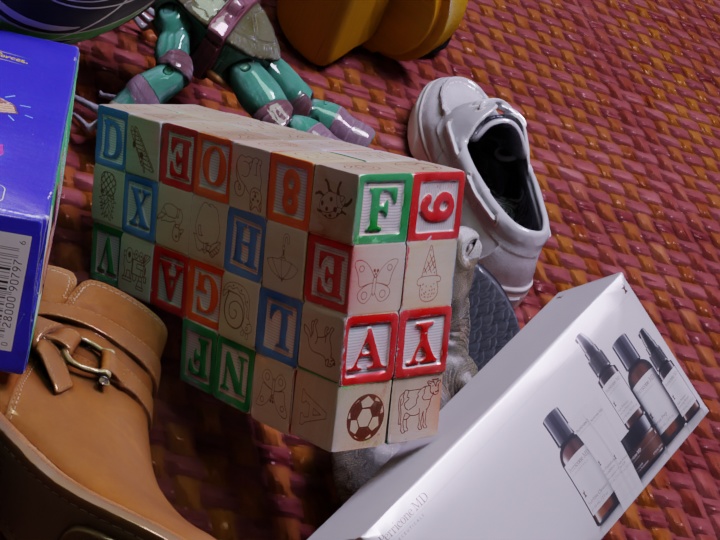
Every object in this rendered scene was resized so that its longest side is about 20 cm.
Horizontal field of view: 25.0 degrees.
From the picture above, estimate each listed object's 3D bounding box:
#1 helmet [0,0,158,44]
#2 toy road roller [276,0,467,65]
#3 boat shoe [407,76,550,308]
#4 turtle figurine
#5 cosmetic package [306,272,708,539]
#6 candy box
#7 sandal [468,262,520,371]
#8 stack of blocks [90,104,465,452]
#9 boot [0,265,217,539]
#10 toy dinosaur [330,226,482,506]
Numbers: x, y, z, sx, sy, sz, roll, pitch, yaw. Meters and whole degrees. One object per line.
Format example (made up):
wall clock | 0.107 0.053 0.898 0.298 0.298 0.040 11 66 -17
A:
helmet | -0.166 -0.202 0.796 0.190 0.200 0.200 16 33 -52
toy road roller | -0.013 -0.221 1.061 0.200 0.123 0.146 41 47 14
boat shoe | 0.074 -0.065 0.970 0.072 0.069 0.200 20 36 -15
turtle figurine | -0.087 -0.115 0.896 0.200 0.101 0.150 38 35 1
cosmetic package | 0.070 0.089 0.711 0.200 0.051 0.083 -41 100 -37
candy box | -0.210 -0.048 0.684 0.168 0.077 0.200 11 26 -11
sandal | 0.000 -0.001 0.840 0.200 0.076 0.043 33 8 3
stack of blocks | -0.046 -0.005 0.730 0.058 0.116 0.200 -4 16 -39
boot | -0.103 0.072 0.669 0.200 0.074 0.155 31 30 -5
toy dinosaur | 0.024 0.081 0.760 0.102 0.077 0.201 24 66 -12
